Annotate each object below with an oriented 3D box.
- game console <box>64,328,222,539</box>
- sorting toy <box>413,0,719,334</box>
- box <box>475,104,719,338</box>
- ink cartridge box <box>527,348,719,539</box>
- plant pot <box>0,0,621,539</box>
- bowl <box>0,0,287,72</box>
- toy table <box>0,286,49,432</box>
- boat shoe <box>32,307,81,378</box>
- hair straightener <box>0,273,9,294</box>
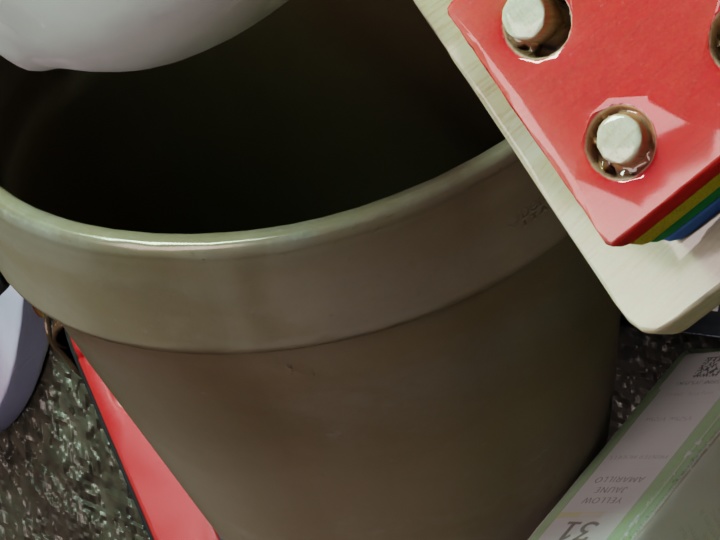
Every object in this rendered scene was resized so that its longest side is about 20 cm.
[{"bbox_3d":[-0.024,0.073,0.979,0.031,0.177,0.200,-23,89,22],"label":"game console"},{"bbox_3d":[0.081,-0.121,0.667,0.200,0.070,0.199,-39,74,21],"label":"sorting toy"},{"bbox_3d":[0.068,-0.065,0.895,0.200,0.046,0.159,7,113,45],"label":"box"},{"bbox_3d":[0.088,0.138,0.825,0.048,0.200,0.146,-2,125,47],"label":"ink cartridge box"},{"bbox_3d":[0.000,0.000,0.841,0.200,0.200,0.174,20,139,41],"label":"plant pot"},{"bbox_3d":[-0.093,-0.130,0.748,0.200,0.200,0.075,41,110,-3],"label":"bowl"},{"bbox_3d":[-0.206,0.001,1.174,0.184,0.117,0.201,24,123,39],"label":"toy table"},{"bbox_3d":[-0.084,0.012,1.082,0.200,0.070,0.070,57,140,14],"label":"boat shoe"},{"bbox_3d":[-0.109,-0.053,1.035,0.200,0.041,0.077,-33,111,30],"label":"hair straightener"}]
